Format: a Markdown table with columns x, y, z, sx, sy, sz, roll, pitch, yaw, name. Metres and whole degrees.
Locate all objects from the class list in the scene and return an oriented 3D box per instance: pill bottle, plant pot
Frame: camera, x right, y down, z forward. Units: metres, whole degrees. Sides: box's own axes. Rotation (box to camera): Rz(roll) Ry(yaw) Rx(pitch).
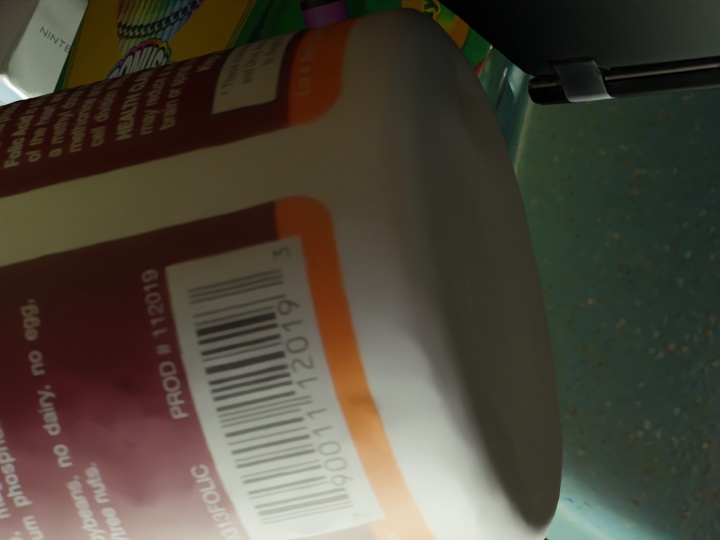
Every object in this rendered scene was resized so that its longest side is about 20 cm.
| x | y | z | sx | sy | sz | roll | pitch | yaw | name |
| --- | --- | --- | --- | --- | --- | --- | --- | --- | --- |
| -0.067 | 0.022 | 0.584 | 0.199 | 0.115 | 0.114 | -12 | 172 | 15 | pill bottle |
| 0.123 | 0.007 | 0.750 | 0.199 | 0.197 | 0.196 | 13 | 176 | -5 | plant pot |

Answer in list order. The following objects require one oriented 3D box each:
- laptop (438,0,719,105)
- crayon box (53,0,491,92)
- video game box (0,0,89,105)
| x | y | z | sx | sy | sz | roll | pitch | yaw | name |
| --- | --- | --- | --- | --- | --- | --- | --- | --- | --- |
| 0.086 | -0.097 | 0.498 | 0.199 | 0.117 | 0.187 | -25 | -167 | -28 | laptop |
| -0.037 | -0.033 | 0.746 | 0.058 | 0.119 | 0.200 | 23 | 170 | -18 | crayon box |
| -0.094 | -0.032 | 1.009 | 0.182 | 0.047 | 0.200 | 33 | 163 | -29 | video game box |
